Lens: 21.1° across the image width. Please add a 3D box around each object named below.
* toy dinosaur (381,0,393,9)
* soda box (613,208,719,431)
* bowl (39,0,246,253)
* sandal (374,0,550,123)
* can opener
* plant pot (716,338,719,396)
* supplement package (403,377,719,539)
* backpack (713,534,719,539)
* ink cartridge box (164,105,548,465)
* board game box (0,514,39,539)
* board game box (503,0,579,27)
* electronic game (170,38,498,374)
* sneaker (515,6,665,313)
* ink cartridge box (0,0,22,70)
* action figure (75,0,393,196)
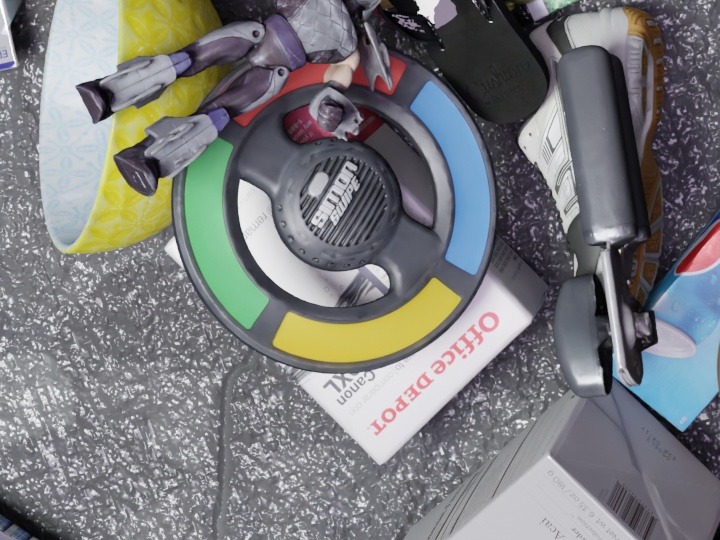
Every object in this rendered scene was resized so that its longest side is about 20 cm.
[{"bbox_3d":[0.024,-0.201,1.190,0.199,0.058,0.102,23,123,6],"label":"toy dinosaur"},{"bbox_3d":[0.238,-0.001,1.198,0.068,0.064,0.200,38,107,1],"label":"soda box"},{"bbox_3d":[-0.127,-0.107,1.210,0.107,0.200,0.201,5,107,-21],"label":"bowl"},{"bbox_3d":[0.040,-0.166,1.142,0.075,0.045,0.200,-32,105,33],"label":"sandal"},{"bbox_3d":[0.132,-0.027,1.132,0.066,0.053,0.201,-11,82,22],"label":"can opener"},{"bbox_3d":[0.319,0.067,1.146,0.199,0.093,0.202,-3,118,-5],"label":"plant pot"},{"bbox_3d":[0.113,0.181,1.216,0.121,0.120,0.200,43,124,-2],"label":"supplement package"},{"bbox_3d":[0.257,0.284,1.228,0.182,0.135,0.200,-42,95,19],"label":"backpack"},{"bbox_3d":[0.000,0.000,1.239,0.200,0.084,0.145,45,107,-1],"label":"ink cartridge box"},{"bbox_3d":[-0.248,0.278,1.373,0.199,0.062,0.201,32,108,2],"label":"board game box"},{"bbox_3d":[0.064,-0.244,1.201,0.104,0.023,0.201,-25,97,15],"label":"board game box"},{"bbox_3d":[-0.013,-0.039,1.144,0.199,0.042,0.202,1,86,-14],"label":"electronic game"},{"bbox_3d":[0.139,-0.061,1.201,0.087,0.076,0.202,2,87,24],"label":"sneaker"},{"bbox_3d":[-0.286,-0.224,1.273,0.099,0.039,0.201,-9,100,14],"label":"ink cartridge box"},{"bbox_3d":[-0.056,-0.119,1.089,0.199,0.069,0.131,-33,96,-15],"label":"action figure"}]
